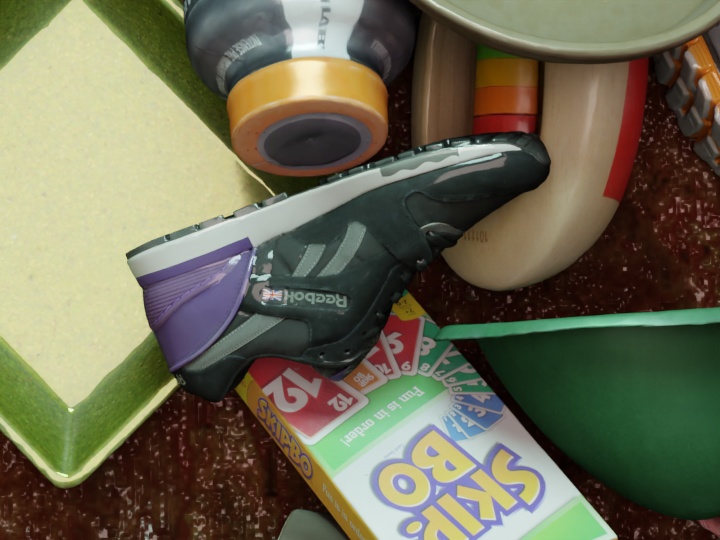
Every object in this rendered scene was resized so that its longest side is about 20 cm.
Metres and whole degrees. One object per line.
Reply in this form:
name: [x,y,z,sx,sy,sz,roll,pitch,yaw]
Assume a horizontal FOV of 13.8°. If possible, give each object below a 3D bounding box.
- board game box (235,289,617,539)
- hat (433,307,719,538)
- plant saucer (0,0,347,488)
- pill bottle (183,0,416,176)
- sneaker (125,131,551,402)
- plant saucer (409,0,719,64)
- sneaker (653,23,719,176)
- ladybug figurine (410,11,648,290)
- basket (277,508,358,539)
board game box: [0.031,0.091,1.339,0.095,0.030,0.200,-21,50,-23]
hat: [0.138,0.106,1.343,0.199,0.166,0.177,-4,89,4]
plant saucer: [-0.135,-0.034,1.403,0.200,0.048,0.200,-44,87,-4]
pill bottle: [-0.030,-0.144,1.355,0.106,0.106,0.200,-5,63,-2]
sneaker: [0.000,0.000,1.337,0.200,0.076,0.088,-19,90,16]
plant saucer: [0.082,-0.166,1.317,0.200,0.029,0.200,7,54,-9]
sneaker: [0.172,-0.126,1.406,0.077,0.078,0.200,-22,85,-8]
ladybug figurine: [0.084,-0.090,1.383,0.072,0.136,0.201,4,92,-37]
basket: [0.049,0.190,1.345,0.199,0.136,0.181,15,51,5]
